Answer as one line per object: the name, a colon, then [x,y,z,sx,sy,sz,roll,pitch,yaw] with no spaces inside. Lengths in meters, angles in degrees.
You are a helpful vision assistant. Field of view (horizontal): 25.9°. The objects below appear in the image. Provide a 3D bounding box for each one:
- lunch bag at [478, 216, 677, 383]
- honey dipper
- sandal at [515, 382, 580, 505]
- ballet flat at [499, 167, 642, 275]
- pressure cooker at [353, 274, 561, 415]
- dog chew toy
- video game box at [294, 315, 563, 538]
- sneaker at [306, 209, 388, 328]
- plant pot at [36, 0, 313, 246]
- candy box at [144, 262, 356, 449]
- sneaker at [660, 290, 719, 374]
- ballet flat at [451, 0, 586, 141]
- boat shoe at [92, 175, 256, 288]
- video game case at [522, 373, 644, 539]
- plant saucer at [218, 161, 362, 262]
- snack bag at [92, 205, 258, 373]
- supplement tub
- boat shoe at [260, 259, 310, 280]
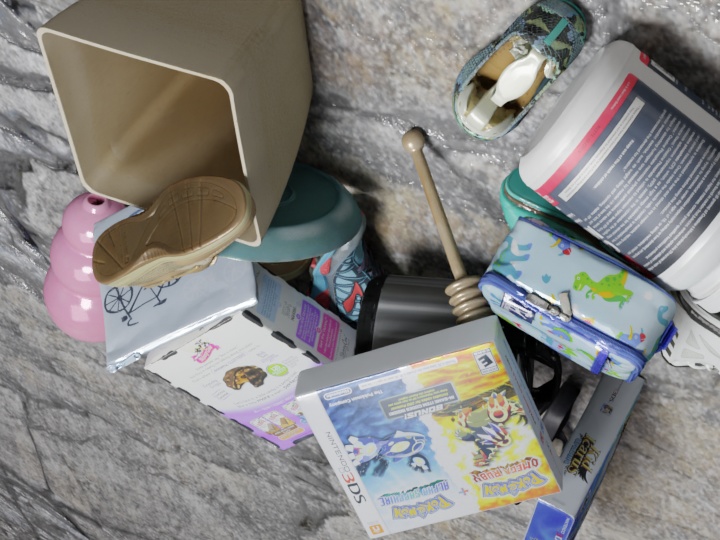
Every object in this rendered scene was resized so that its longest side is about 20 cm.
lunch bag: [0.185,0.029,1.326,0.160,0.083,0.200,28,177,8]
honey dipper: [0.079,-0.039,1.445,0.038,0.038,0.202,-40,63,55]
sandal: [0.198,0.197,1.674,0.043,0.076,0.201,30,145,10]
ballet flat: [0.215,-0.030,1.403,0.199,0.068,0.071,27,152,22]
pressure cooker: [0.098,0.093,1.534,0.198,0.176,0.181,4,102,8]
dog chew toy: [-0.309,-0.010,1.832,0.124,0.125,0.201,25,136,14]
video game box: [0.064,0.148,1.438,0.198,0.047,0.183,-17,121,18]
sneaker: [0.000,0.000,1.627,0.095,0.080,0.200,19,152,4]
plant pot: [-0.147,-0.176,1.432,0.198,0.178,0.201,18,143,21]
candy box: [-0.098,0.093,1.650,0.199,0.072,0.167,35,136,-29]
sneaker: [0.349,0.074,1.418,0.200,0.076,0.115,43,155,2]
ballet flat: [0.119,-0.156,1.327,0.074,0.074,0.200,36,146,-1]
boat shoe: [-0.158,-0.032,1.412,0.199,0.072,0.064,-19,156,39]
video game case: [0.217,0.221,1.593,0.045,0.182,0.201,25,145,12]
plant saucer: [-0.096,-0.067,1.520,0.199,0.200,0.028,18,121,23]
snack bag: [-0.186,-0.009,1.599,0.187,0.201,0.021,-25,141,15]
supplement tub: [0.240,-0.074,1.256,0.199,0.141,0.140,37,146,-2]
boat shoe: [-0.145,-0.046,1.672,0.198,0.071,0.065,20,136,20]
